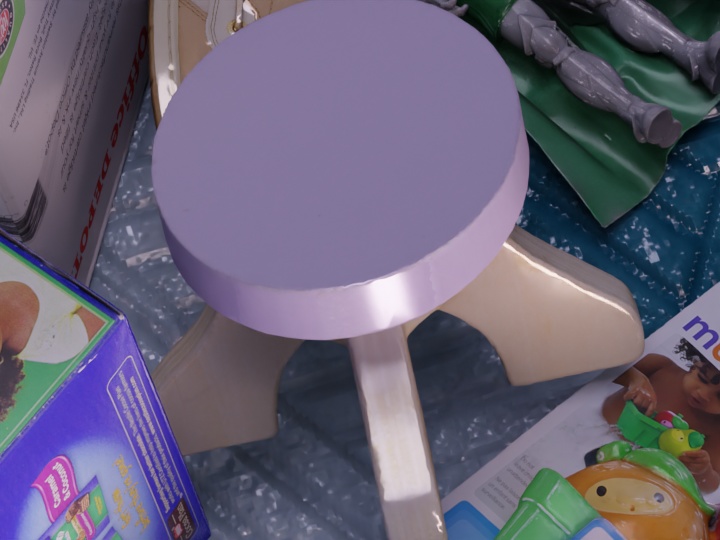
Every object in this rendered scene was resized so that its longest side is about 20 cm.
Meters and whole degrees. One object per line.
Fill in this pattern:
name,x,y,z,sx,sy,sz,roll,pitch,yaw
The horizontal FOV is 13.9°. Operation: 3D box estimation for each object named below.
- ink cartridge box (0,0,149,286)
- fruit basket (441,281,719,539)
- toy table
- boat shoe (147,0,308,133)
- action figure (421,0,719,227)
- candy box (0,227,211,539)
ink cartridge box,-0.143,-0.088,1.075,0.084,0.200,0.146,8,63,11
fruit basket,0.129,0.105,1.014,0.200,0.094,0.185,-37,66,-18
toy table,0.000,0.000,1.021,0.183,0.118,0.200,-6,33,12
boat shoe,-0.044,-0.093,1.140,0.069,0.074,0.201,-6,63,4
action figure,0.054,-0.117,1.160,0.200,0.055,0.118,35,73,24
candy box,-0.147,0.109,0.948,0.077,0.169,0.200,30,68,22
